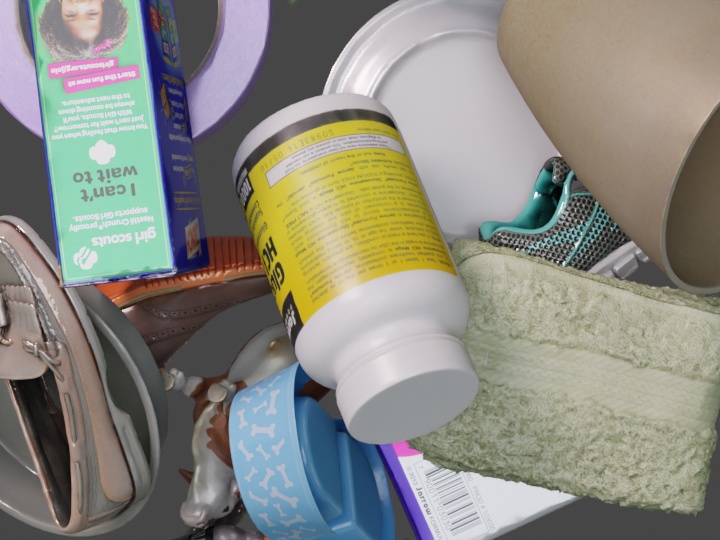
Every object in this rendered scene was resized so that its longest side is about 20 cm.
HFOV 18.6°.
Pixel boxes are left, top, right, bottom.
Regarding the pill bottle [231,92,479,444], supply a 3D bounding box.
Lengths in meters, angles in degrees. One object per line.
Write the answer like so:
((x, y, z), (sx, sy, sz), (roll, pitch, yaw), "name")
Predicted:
((0.000, 0.000, 1.352), (0.112, 0.113, 0.201), (-22, 61, 0), "pill bottle")

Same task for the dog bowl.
((-0.030, 0.133, 1.401), (0.049, 0.200, 0.112), (-14, 62, 14), "dog bowl")

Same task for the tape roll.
((-0.158, -0.173, 1.465), (0.199, 0.066, 0.202), (0, 92, 0), "tape roll")

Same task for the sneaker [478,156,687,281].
((0.159, -0.045, 1.442), (0.200, 0.077, 0.091), (-41, 110, -17), "sneaker")

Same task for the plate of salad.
((0.067, -0.089, 1.473), (0.199, 0.048, 0.201), (-1, 93, -10), "plate of salad")

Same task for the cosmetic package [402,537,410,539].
((-0.003, 0.280, 1.433), (0.052, 0.151, 0.201), (34, 91, -1), "cosmetic package")

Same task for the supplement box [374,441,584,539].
((0.115, 0.104, 1.455), (0.199, 0.103, 0.102), (-24, 90, 1), "supplement box")

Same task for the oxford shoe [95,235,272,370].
((-0.133, 0.029, 1.477), (0.199, 0.071, 0.073), (-14, 110, 5), "oxford shoe")

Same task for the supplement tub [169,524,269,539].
((-0.128, 0.242, 1.445), (0.199, 0.123, 0.123), (-17, 91, -1), "supplement tub")

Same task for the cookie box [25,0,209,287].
((-0.149, -0.094, 1.350), (0.075, 0.171, 0.201), (-8, 91, 2), "cookie box")

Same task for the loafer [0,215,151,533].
((-0.192, 0.067, 1.345), (0.063, 0.072, 0.201), (-34, 110, -34), "loafer")

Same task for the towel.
((0.134, 0.070, 1.387), (0.199, 0.036, 0.149), (14, 90, 0), "towel")

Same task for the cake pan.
((-0.205, 0.078, 1.432), (0.199, 0.037, 0.201), (15, 123, 25), "cake pan")

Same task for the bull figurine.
((-0.066, 0.077, 1.456), (0.065, 0.121, 0.200), (38, 82, 29), "bull figurine")

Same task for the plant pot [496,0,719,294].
((0.185, -0.118, 1.370), (0.188, 0.187, 0.200), (-50, 55, 1), "plant pot")
